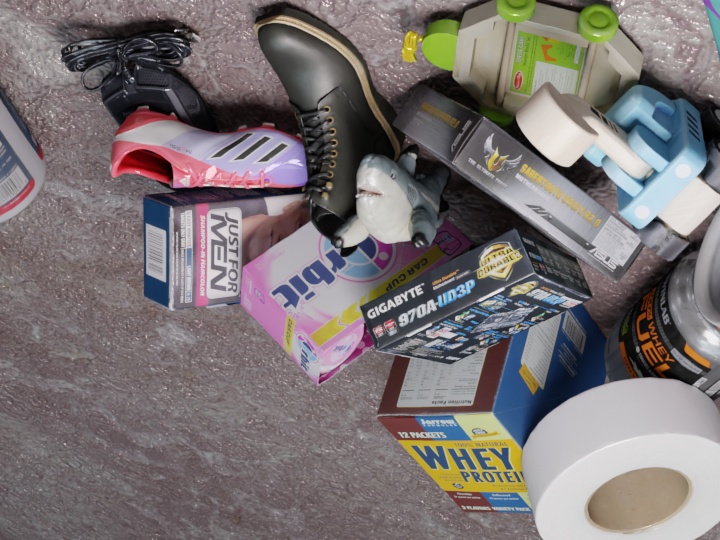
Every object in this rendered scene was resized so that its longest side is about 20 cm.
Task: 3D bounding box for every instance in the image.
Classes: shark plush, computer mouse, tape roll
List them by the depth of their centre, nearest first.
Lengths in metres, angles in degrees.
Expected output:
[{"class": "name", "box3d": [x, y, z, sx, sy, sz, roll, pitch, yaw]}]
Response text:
[{"class": "shark plush", "box3d": [0.052, -0.073, 1.470, 0.090, 0.200, 0.084, 2, 101, 35]}, {"class": "tape roll", "box3d": [0.255, 0.193, 1.564, 0.201, 0.071, 0.203, -7, 137, -6]}, {"class": "computer mouse", "box3d": [-0.187, -0.159, 1.584, 0.138, 0.053, 0.201, -5, 135, 22]}]

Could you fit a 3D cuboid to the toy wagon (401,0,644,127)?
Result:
[{"class": "toy wagon", "box3d": [0.134, -0.177, 1.382, 0.199, 0.040, 0.156, 16, 149, 7]}]

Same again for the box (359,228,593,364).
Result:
[{"class": "box", "box3d": [0.108, 0.029, 1.486, 0.158, 0.046, 0.200, -27, 164, 18]}]

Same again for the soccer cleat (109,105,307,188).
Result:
[{"class": "soccer cleat", "box3d": [-0.135, -0.100, 1.532, 0.199, 0.077, 0.067, 12, 142, 7]}]

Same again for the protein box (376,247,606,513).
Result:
[{"class": "protein box", "box3d": [0.142, 0.113, 1.683, 0.134, 0.201, 0.199, -4, 143, 34]}]

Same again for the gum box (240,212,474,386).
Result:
[{"class": "gum box", "box3d": [0.000, 0.000, 1.534, 0.113, 0.200, 0.066, 44, 153, 21]}]

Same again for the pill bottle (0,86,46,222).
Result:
[{"class": "pill bottle", "box3d": [-0.407, -0.148, 1.652, 0.119, 0.120, 0.200, 5, 146, 22]}]

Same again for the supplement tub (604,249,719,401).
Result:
[{"class": "supplement tub", "box3d": [0.324, 0.056, 1.569, 0.122, 0.123, 0.200, 23, 149, -6]}]

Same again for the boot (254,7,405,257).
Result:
[{"class": "boot", "box3d": [-0.036, -0.122, 1.467, 0.077, 0.139, 0.200, -11, 138, 40]}]

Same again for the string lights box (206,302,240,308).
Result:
[{"class": "string lights box", "box3d": [-0.113, -0.020, 1.752, 0.199, 0.059, 0.103, -8, 140, 38]}]

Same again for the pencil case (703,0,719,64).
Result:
[{"class": "pencil case", "box3d": [0.303, -0.182, 1.225, 0.085, 0.093, 0.200, -26, 137, 3]}]

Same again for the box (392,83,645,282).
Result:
[{"class": "box", "box3d": [0.138, -0.078, 1.448, 0.200, 0.048, 0.158, 35, -176, -23]}]

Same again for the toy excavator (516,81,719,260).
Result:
[{"class": "toy excavator", "box3d": [0.211, -0.100, 1.322, 0.200, 0.195, 0.100, 36, 118, -12]}]

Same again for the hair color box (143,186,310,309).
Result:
[{"class": "hair color box", "box3d": [-0.106, -0.027, 1.581, 0.199, 0.101, 0.060, -8, -163, -33]}]

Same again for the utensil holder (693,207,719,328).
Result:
[{"class": "utensil holder", "box3d": [0.416, 0.013, 1.410, 0.199, 0.171, 0.170, 28, 149, -20]}]
